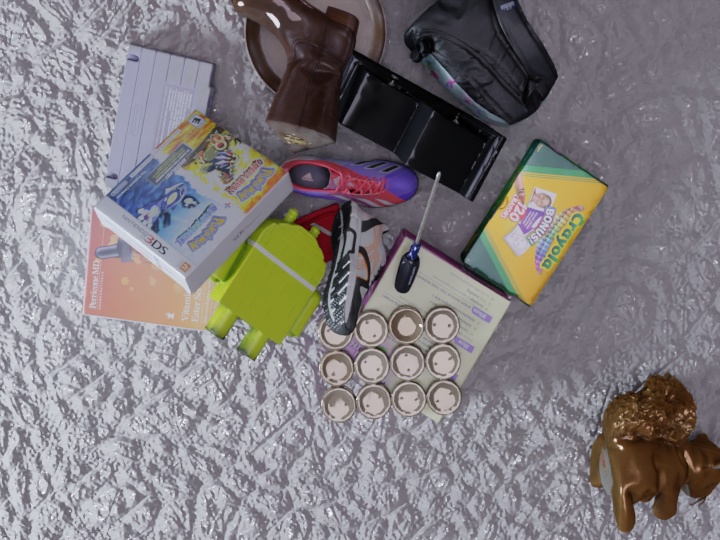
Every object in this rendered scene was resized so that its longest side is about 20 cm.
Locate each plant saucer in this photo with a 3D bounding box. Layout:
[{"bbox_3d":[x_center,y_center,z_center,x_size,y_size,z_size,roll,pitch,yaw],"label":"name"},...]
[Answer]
[{"bbox_3d":[-0.061,-0.329,1.486,0.196,0.032,0.204,0,100,0],"label":"plant saucer"}]

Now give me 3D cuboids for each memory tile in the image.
[{"bbox_3d":[0.040,0.127,1.471,0.196,0.017,0.157,-4,99,2],"label":"memory tile"}]

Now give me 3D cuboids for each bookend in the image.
[{"bbox_3d":[0.063,-0.194,1.406,0.198,0.199,0.093,26,101,-15],"label":"bookend"}]

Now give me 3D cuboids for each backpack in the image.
[{"bbox_3d":[0.173,-0.290,1.444,0.167,0.127,0.200,-43,94,8],"label":"backpack"}]

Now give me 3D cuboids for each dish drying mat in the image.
[{"bbox_3d":[-0.102,-0.024,1.488,0.198,0.018,0.078,-26,115,-29],"label":"dish drying mat"}]

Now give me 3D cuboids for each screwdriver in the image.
[{"bbox_3d":[0.081,-0.047,1.391,0.029,0.028,0.202,15,130,-9],"label":"screwdriver"}]

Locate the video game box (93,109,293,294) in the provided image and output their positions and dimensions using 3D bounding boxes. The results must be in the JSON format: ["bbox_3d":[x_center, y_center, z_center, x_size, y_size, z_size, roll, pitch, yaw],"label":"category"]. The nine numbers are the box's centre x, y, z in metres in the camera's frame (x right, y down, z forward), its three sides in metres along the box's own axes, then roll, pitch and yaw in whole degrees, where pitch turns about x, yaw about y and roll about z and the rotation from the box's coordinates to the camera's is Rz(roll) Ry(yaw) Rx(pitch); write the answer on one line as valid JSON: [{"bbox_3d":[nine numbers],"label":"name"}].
[{"bbox_3d":[-0.218,-0.094,1.407,0.181,0.047,0.200,34,69,22],"label":"video game box"}]

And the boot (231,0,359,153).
[{"bbox_3d":[-0.103,-0.261,1.406,0.183,0.064,0.204,13,72,1],"label":"boot"}]

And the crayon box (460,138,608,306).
[{"bbox_3d":[0.243,-0.068,1.515,0.118,0.058,0.202,32,98,-5],"label":"crayon box"}]

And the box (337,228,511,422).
[{"bbox_3d":[0.085,0.076,1.520,0.174,0.097,0.202,30,97,-4],"label":"box"}]

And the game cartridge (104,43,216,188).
[{"bbox_3d":[-0.279,-0.203,1.508,0.127,0.038,0.204,12,99,-6],"label":"game cartridge"}]

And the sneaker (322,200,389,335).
[{"bbox_3d":[0.000,0.000,1.459,0.079,0.074,0.203,24,55,-24],"label":"sneaker"}]

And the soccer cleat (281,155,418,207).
[{"bbox_3d":[-0.016,-0.124,1.498,0.196,0.073,0.070,7,99,-1],"label":"soccer cleat"}]

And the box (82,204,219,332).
[{"bbox_3d":[-0.274,-0.009,1.501,0.196,0.106,0.155,7,100,-1],"label":"box"}]

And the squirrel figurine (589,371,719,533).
[{"bbox_3d":[0.436,0.253,1.531,0.183,0.142,0.204,-3,102,-6],"label":"squirrel figurine"}]

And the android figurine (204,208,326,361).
[{"bbox_3d":[-0.124,0.015,1.446,0.181,0.041,0.202,36,81,-36],"label":"android figurine"}]
